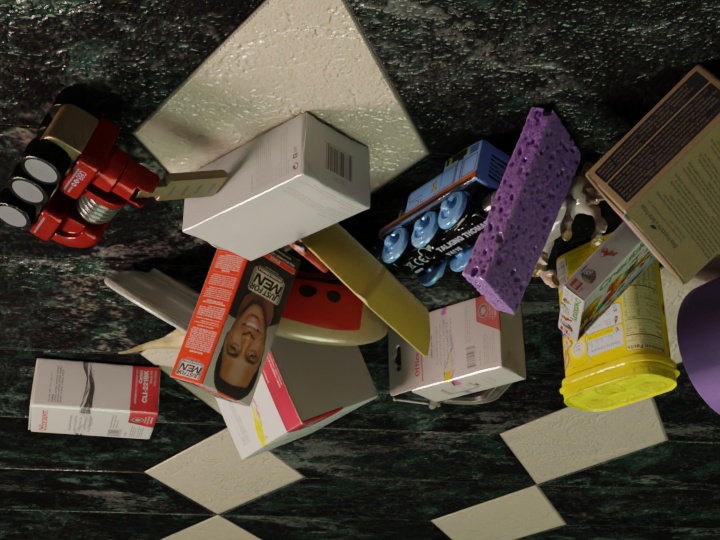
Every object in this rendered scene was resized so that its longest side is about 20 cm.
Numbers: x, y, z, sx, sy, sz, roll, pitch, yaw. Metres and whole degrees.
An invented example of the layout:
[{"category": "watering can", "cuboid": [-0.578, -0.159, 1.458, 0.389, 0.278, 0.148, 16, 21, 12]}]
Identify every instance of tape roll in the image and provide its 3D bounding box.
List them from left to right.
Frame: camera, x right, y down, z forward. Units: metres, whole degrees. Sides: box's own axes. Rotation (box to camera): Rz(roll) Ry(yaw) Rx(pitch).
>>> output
[{"category": "tape roll", "cuboid": [0.525, 0.099, 1.692, 0.199, 0.201, 0.085, 16, 151, -31]}]

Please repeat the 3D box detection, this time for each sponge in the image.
[{"category": "sponge", "cuboid": [0.177, -0.063, 1.357, 0.030, 0.201, 0.112, 17, 168, 31]}]

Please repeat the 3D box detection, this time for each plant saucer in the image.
[{"category": "plant saucer", "cuboid": [-0.242, 0.044, 1.672, 0.200, 0.050, 0.200, 29, 177, 2]}, {"category": "plant saucer", "cuboid": [0.000, 0.000, 1.542, 0.048, 0.200, 0.200, -47, 146, 0]}]

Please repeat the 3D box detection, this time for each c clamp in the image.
[{"category": "c clamp", "cuboid": [0.164, 0.198, 2.098, 0.170, 0.027, 0.200, 7, 154, -15]}]

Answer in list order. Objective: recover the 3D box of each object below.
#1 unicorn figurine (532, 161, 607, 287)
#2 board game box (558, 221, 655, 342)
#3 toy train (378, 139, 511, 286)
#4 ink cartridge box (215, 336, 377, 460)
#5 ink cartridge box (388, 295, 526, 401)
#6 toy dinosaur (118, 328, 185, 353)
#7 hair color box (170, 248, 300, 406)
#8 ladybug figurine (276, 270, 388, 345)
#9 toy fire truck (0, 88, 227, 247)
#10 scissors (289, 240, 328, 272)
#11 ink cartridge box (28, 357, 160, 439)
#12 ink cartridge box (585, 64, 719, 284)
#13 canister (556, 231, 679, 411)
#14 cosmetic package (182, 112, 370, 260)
[{"category": "unicorn figurine", "cuboid": [0.215, -0.055, 1.470, 0.200, 0.138, 0.074, -33, 131, 27]}, {"category": "board game box", "cuboid": [0.312, -0.016, 1.487, 0.035, 0.200, 0.126, 40, 165, 21]}, {"category": "toy train", "cuboid": [0.102, -0.061, 1.439, 0.087, 0.115, 0.200, 31, 144, -23]}, {"category": "ink cartridge box", "cuboid": [-0.103, 0.168, 1.840, 0.145, 0.145, 0.200, -17, 167, -38]}, {"category": "ink cartridge box", "cuboid": [0.136, 0.117, 1.820, 0.199, 0.117, 0.067, -18, 150, 35]}, {"category": "toy dinosaur", "cuboid": [-0.253, 0.108, 1.887, 0.199, 0.058, 0.101, -11, 139, 3]}, {"category": "hair color box", "cuboid": [-0.155, 0.059, 1.585, 0.061, 0.201, 0.101, 11, 166, 38]}, {"category": "ladybug figurine", "cuboid": [-0.057, 0.046, 1.679, 0.199, 0.136, 0.072, 6, 110, -9]}, {"category": "toy fire truck", "cuboid": [-0.265, -0.090, 1.359, 0.200, 0.129, 0.176, 31, 145, -16]}, {"category": "scissors", "cuboid": [-0.079, -0.031, 1.517, 0.073, 0.014, 0.200, 41, 180, 11]}, {"category": "ink cartridge box", "cuboid": [-0.432, 0.210, 2.044, 0.199, 0.084, 0.144, 5, 155, -14]}, {"category": "ink cartridge box", "cuboid": [0.350, -0.097, 1.332, 0.165, 0.075, 0.200, -44, 142, 8]}, {"category": "canister", "cuboid": [0.322, 0.063, 1.608, 0.086, 0.201, 0.148, 19, 149, -36]}, {"category": "cosmetic package", "cuboid": [-0.096, -0.089, 1.420, 0.199, 0.082, 0.113, -19, 149, 37]}]
